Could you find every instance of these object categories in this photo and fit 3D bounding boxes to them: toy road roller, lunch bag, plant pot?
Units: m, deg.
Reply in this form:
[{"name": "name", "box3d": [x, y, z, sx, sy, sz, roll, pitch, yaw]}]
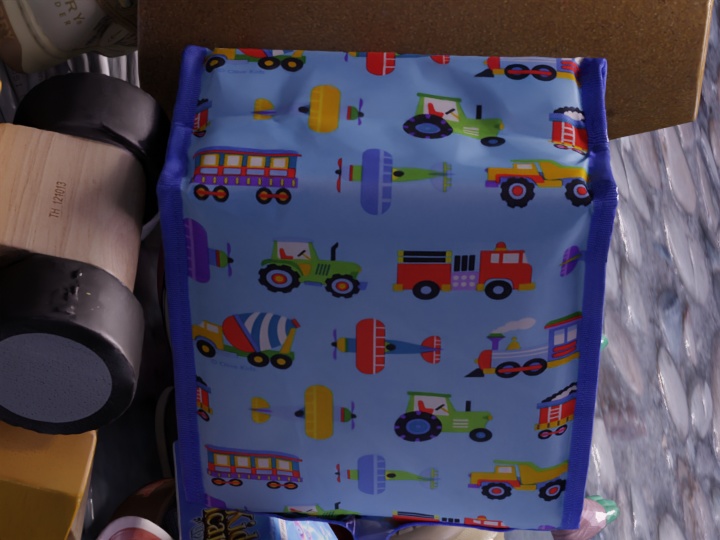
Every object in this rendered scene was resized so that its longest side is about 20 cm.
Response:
[{"name": "toy road roller", "box3d": [-0.153, 0.018, 0.874, 0.200, 0.146, 0.123, 111, -12, -46]}, {"name": "lunch bag", "box3d": [0.009, 0.028, 0.907, 0.094, 0.150, 0.200, -86, 178, -54]}, {"name": "plant pot", "box3d": [0.035, -0.115, 0.959, 0.186, 0.200, 0.187, 8, 90, -83]}]

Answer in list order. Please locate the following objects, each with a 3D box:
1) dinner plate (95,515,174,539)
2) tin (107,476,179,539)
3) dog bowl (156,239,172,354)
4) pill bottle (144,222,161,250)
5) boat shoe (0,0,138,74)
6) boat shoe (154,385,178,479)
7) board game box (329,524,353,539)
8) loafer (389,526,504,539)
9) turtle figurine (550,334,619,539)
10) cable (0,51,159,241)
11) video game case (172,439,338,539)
[{"name": "dinner plate", "box3d": [-0.069, 0.190, 0.941, 0.200, 0.024, 0.201, -16, 90, -77]}, {"name": "tin", "box3d": [-0.058, 0.185, 1.087, 0.112, 0.042, 0.200, -18, 95, -56]}, {"name": "dog bowl", "box3d": [0.000, 0.000, 1.107, 0.074, 0.200, 0.200, 47, -7, 44]}, {"name": "pill bottle", "box3d": [-0.057, -0.110, 1.177, 0.110, 0.109, 0.200, 1, 89, -71]}, {"name": "boat shoe", "box3d": [-0.086, -0.120, 0.983, 0.200, 0.063, 0.073, -55, 128, -67]}, {"name": "boat shoe", "box3d": [-0.038, 0.140, 1.172, 0.067, 0.057, 0.200, -54, 129, -66]}, {"name": "board game box", "box3d": [-0.020, 0.101, 1.224, 0.103, 0.019, 0.200, -106, 174, -88]}, {"name": "loafer", "box3d": [0.040, 0.125, 1.200, 0.068, 0.076, 0.200, 62, 1, -1]}, {"name": "turtle figurine", "box3d": [0.082, 0.068, 1.515, 0.150, 0.101, 0.200, 27, -39, 59]}, {"name": "cable", "box3d": [-0.134, -0.100, 1.041, 0.200, 0.069, 0.200, -25, 100, -72]}, {"name": "video game case", "box3d": [-0.011, 0.176, 1.006, 0.200, 0.045, 0.181, -103, 166, -64]}]
